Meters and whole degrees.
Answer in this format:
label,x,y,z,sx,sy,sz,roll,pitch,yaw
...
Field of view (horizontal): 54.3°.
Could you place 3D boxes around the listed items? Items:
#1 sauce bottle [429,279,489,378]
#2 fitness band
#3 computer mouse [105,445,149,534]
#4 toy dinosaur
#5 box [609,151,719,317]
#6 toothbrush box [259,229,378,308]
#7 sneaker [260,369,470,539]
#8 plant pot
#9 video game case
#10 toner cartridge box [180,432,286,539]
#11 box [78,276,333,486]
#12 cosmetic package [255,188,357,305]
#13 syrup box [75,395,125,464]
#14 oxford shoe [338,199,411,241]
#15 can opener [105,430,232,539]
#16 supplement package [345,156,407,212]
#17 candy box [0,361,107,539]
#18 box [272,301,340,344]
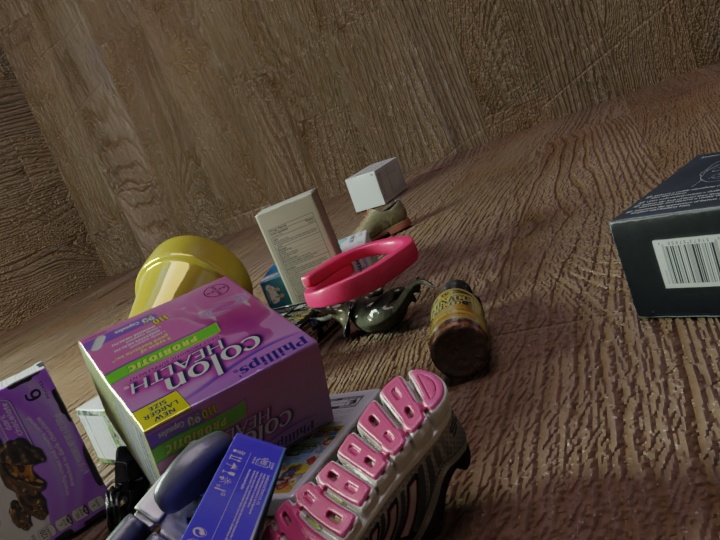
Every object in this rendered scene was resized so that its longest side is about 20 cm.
label,x,y,z,sx,sy,sz,roll,pitch,yaw
sauce bottle,0.110,0.057,0.798,0.065,0.067,0.200,-19,12,9
fitness band,0.000,0.000,1.013,0.143,0.038,0.200,-8,17,37
computer mouse,-0.226,0.213,0.690,0.034,0.059,0.200,-1,-1,-15
toy dinosaur,0.031,0.055,0.971,0.199,0.077,0.102,-1,35,48
box,0.367,-0.045,0.682,0.199,0.108,0.148,-31,14,-34
toothbrush box,-0.066,0.009,1.266,0.198,0.086,0.146,-21,11,5
sneaker,0.008,0.169,0.481,0.200,0.088,0.074,-49,30,-15
plant pot,-0.301,0.074,1.179,0.199,0.202,0.190,-17,28,22
video game case,-0.095,0.183,0.707,0.198,0.023,0.182,-13,14,32
toner cartridge box,-0.097,0.198,0.458,0.043,0.096,0.200,16,16,0
box,-0.157,0.109,0.701,0.175,0.098,0.199,-25,32,-28
cosmetic package,-0.083,-0.021,1.148,0.104,0.202,0.071,-19,12,7
syrup box,-0.255,0.183,0.850,0.199,0.079,0.081,-11,16,43
oxford shoe,0.018,-0.103,1.634,0.199,0.075,0.070,-25,13,-15
can opener,-0.170,0.204,0.528,0.052,0.067,0.200,21,56,27
supplement package,0.052,-0.276,2.239,0.109,0.115,0.200,-13,14,29
candy box,-0.379,0.216,0.708,0.199,0.169,0.071,-28,12,-26
box,-0.145,0.106,1.071,0.198,0.050,0.160,-14,17,33
